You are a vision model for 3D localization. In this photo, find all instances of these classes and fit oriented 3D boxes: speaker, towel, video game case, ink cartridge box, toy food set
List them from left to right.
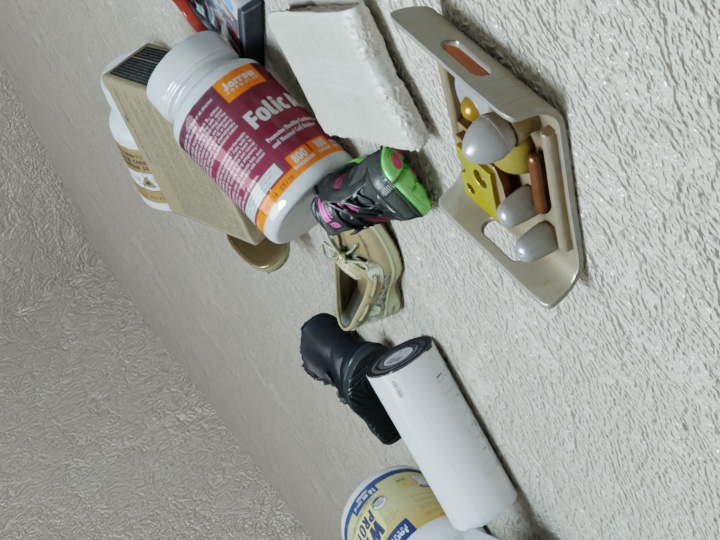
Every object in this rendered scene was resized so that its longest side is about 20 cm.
[{"bbox_3d":[-0.177,-0.141,1.649,0.165,0.075,0.200,24,148,44],"label":"ink cartridge box"},{"bbox_3d":[-0.157,-0.284,1.522,0.181,0.025,0.200,54,166,15],"label":"video game case"},{"bbox_3d":[-0.012,-0.167,1.256,0.133,0.034,0.200,61,165,-21],"label":"towel"},{"bbox_3d":[0.087,0.173,1.577,0.200,0.081,0.081,60,166,-14],"label":"speaker"},{"bbox_3d":[0.084,-0.077,1.055,0.144,0.060,0.200,46,162,38],"label":"toy food set"}]

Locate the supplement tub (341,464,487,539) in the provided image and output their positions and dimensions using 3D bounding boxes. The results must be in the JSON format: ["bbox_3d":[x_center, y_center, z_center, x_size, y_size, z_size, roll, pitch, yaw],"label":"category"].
[{"bbox_3d":[0.078,0.348,1.866,0.200,0.144,0.145,38,157,54],"label":"supplement tub"}]

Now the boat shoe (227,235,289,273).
[{"bbox_3d":[-0.130,-0.060,1.831,0.063,0.073,0.200,55,-177,-45],"label":"boat shoe"}]

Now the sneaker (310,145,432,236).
[{"bbox_3d":[0.004,-0.061,1.324,0.077,0.084,0.200,56,167,-4],"label":"sneaker"}]

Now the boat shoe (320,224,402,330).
[{"bbox_3d":[0.000,0.000,1.526,0.073,0.063,0.200,50,164,31],"label":"boat shoe"}]

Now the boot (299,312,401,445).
[{"bbox_3d":[-0.020,0.110,1.815,0.168,0.076,0.200,44,167,33],"label":"boot"}]

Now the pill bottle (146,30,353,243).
[{"bbox_3d":[-0.109,-0.133,1.456,0.200,0.114,0.114,46,164,14],"label":"pill bottle"}]

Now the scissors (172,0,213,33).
[{"bbox_3d":[-0.186,-0.276,1.441,0.073,0.014,0.200,61,-174,14],"label":"scissors"}]

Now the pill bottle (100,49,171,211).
[{"bbox_3d":[-0.261,-0.182,1.933,0.114,0.114,0.200,46,162,41],"label":"pill bottle"}]

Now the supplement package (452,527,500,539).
[{"bbox_3d":[0.141,0.383,1.599,0.151,0.151,0.200,24,163,2],"label":"supplement package"}]
